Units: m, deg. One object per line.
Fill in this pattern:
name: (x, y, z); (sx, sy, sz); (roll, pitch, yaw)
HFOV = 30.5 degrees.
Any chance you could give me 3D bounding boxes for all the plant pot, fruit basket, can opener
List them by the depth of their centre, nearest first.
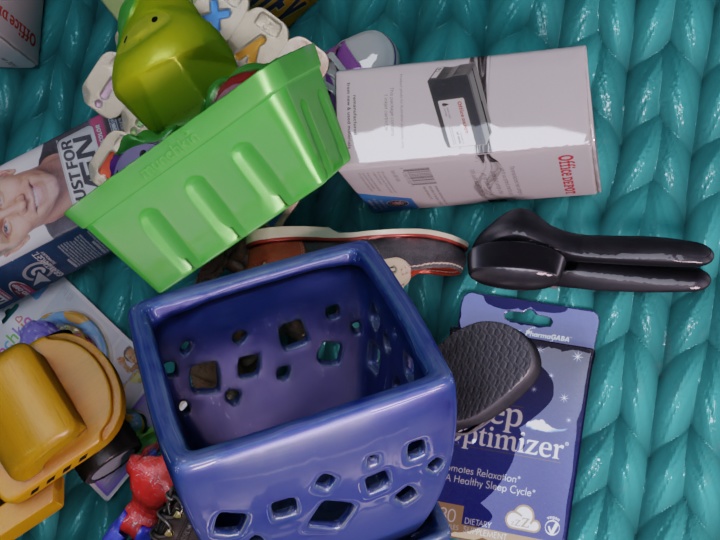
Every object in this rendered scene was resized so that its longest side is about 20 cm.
plant pot: (-0.045, 0.120, 0.954); (0.197, 0.182, 0.201); (-16, 35, -11)
fruit basket: (-0.128, -0.118, 0.983); (0.212, 0.156, 0.219); (3, 106, 12)
can opener: (0.184, -0.005, 1.070); (0.197, 0.064, 0.079); (5, 53, 4)

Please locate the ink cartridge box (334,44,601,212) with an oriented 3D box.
ink cartridge box: (0.090, -0.109, 1.063); (0.197, 0.145, 0.086); (-4, 78, 11)

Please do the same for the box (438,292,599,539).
box: (0.121, 0.121, 1.071); (0.119, 0.032, 0.203); (8, 80, 14)

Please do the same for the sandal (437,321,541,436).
sandal: (0.069, 0.104, 1.049); (0.200, 0.043, 0.077); (-37, 49, 37)

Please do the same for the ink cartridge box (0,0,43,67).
ink cartridge box: (-0.347, -0.302, 1.196); (0.085, 0.146, 0.203); (2, 80, 11)

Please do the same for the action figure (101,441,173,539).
action figure: (-0.179, 0.211, 1.110); (0.065, 0.099, 0.202); (32, 110, 13)

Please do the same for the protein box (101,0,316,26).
protein box: (-0.147, -0.297, 1.157); (0.198, 0.135, 0.201); (-41, 74, 3)

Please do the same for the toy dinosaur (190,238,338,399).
toy dinosaur: (-0.108, 0.055, 1.109); (0.134, 0.086, 0.202); (27, 90, 16)

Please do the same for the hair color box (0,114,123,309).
hair color box: (-0.268, -0.055, 1.166); (0.198, 0.061, 0.101); (-27, 61, 7)

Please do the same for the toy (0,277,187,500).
toy: (-0.256, 0.090, 1.152); (0.199, 0.047, 0.115); (40, 88, 16)

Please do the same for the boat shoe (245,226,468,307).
boat shoe: (0.000, 0.000, 1.066); (0.197, 0.071, 0.064); (0, 78, -28)

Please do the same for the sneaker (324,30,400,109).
sneaker: (-0.053, -0.141, 1.118); (0.200, 0.114, 0.073); (-41, 72, 1)

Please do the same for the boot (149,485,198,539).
boot: (-0.175, 0.248, 1.044); (0.176, 0.198, 0.069); (-64, 30, 11)

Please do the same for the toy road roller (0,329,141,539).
toy road roller: (-0.280, 0.130, 1.042); (0.199, 0.146, 0.124); (-34, 79, -8)

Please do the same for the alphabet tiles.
alphabet tiles: (-0.122, -0.122, 1.061); (0.199, 0.015, 0.197); (36, 99, 3)
